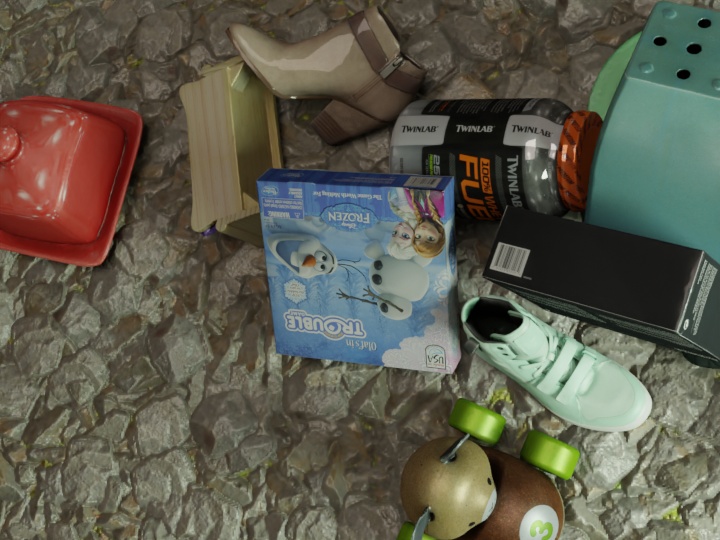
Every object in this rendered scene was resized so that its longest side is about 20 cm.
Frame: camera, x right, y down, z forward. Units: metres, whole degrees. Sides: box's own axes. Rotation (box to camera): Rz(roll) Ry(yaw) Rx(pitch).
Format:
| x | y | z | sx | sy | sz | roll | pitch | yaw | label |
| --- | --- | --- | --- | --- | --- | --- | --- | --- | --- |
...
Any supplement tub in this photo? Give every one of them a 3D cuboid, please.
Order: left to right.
| x | y | z | sx | sy | sz | roll | pitch | yaw | label |
| --- | --- | --- | --- | --- | --- | --- | --- | --- | --- |
| 0.139 | -0.111 | 1.096 | 0.199 | 0.122 | 0.124 | 4 | 77 | 32 | supplement tub |

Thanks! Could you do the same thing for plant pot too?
| x | y | z | sx | sy | sz | roll | pitch | yaw | label |
| --- | --- | --- | --- | --- | --- | --- | --- | --- | --- |
| 0.283 | -0.127 | 0.956 | 0.140 | 0.200 | 0.142 | 18 | 64 | 22 | plant pot |

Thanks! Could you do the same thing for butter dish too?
| x | y | z | sx | sy | sz | roll | pitch | yaw | label |
| --- | --- | --- | --- | --- | --- | --- | --- | --- | --- |
| -0.382 | -0.126 | 1.282 | 0.198 | 0.148 | 0.202 | 11 | 79 | 20 | butter dish |

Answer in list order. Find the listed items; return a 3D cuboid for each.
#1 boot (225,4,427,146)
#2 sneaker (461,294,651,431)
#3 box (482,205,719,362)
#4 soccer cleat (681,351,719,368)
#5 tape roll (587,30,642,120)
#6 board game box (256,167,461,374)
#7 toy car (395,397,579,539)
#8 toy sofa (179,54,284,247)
| x | y | z | sx | sy | sz | roll | pitch | yaw | label |
| --- | --- | --- | --- | --- | --- | --- | --- | --- | --- |
| -0.030 | -0.236 | 1.195 | 0.146 | 0.070 | 0.200 | -39 | 109 | 24 | boot |
| 0.181 | 0.090 | 1.048 | 0.199 | 0.118 | 0.074 | 27 | 84 | 22 | sneaker |
| 0.236 | 0.012 | 1.009 | 0.199 | 0.141 | 0.079 | 17 | 83 | 38 | box |
| 0.393 | 0.042 | 1.007 | 0.198 | 0.081 | 0.068 | -16 | 71 | 15 | soccer cleat |
| 0.331 | -0.153 | 1.099 | 0.199 | 0.048 | 0.202 | -5 | 74 | 18 | tape roll |
| 0.000 | 0.000 | 1.115 | 0.198 | 0.043 | 0.201 | 4 | 116 | 20 | board game box |
| 0.099 | 0.207 | 1.000 | 0.157 | 0.200 | 0.165 | 22 | 84 | 23 | toy car |
| -0.135 | -0.132 | 1.233 | 0.097 | 0.083 | 0.202 | -18 | 70 | 27 | toy sofa |
